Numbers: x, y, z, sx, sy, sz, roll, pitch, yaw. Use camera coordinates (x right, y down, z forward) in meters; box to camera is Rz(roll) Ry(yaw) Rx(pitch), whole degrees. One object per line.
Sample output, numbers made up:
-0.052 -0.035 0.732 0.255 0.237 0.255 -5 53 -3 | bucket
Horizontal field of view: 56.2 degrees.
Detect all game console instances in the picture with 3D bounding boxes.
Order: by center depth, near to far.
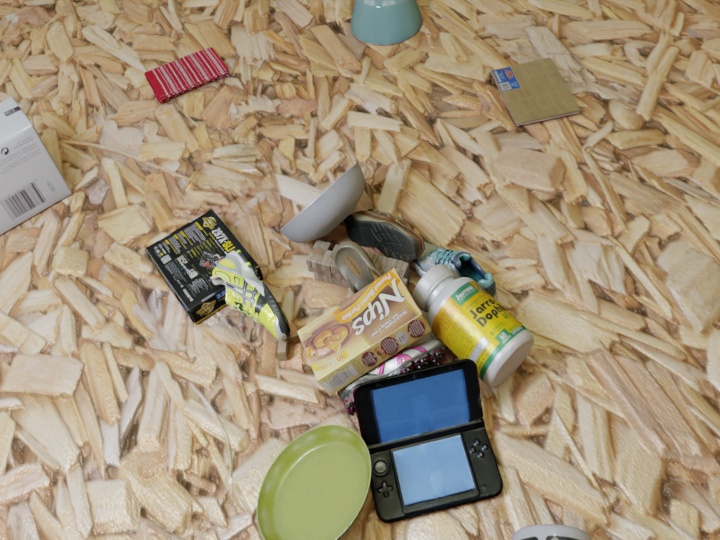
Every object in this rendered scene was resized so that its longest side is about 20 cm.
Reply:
0.101 0.254 1.007 0.194 0.120 0.175 -13 51 -2 | game console

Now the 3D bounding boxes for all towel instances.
-0.446 -0.504 1.729 0.197 0.023 0.145 -27 52 -15 | towel

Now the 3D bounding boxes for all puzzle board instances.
0.398 -0.410 1.548 0.147 0.018 0.203 -12 51 0 | puzzle board

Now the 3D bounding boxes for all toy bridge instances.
-0.054 0.120 1.190 0.194 0.028 0.068 -3 50 6 | toy bridge

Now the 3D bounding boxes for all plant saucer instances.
-0.064 0.325 0.993 0.196 0.031 0.203 -22 39 19 | plant saucer

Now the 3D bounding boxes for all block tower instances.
0.000 0.000 1.258 0.195 0.055 0.059 16 56 18 | block tower

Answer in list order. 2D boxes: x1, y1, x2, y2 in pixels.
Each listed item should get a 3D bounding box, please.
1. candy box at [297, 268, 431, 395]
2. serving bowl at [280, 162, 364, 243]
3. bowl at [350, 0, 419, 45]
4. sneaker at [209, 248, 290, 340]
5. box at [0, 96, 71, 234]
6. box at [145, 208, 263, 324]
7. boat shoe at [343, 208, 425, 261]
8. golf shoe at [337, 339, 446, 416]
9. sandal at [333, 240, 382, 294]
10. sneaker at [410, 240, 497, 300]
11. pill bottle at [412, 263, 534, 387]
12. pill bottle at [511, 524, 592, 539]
0.004 0.099 1.102 0.197 0.056 0.116 -32 46 1 | candy box
-0.062 -0.117 1.298 0.066 0.199 0.200 49 66 -7 | serving bowl
0.063 -0.692 1.754 0.195 0.106 0.205 -4 51 5 | bowl
-0.195 0.055 1.205 0.076 0.076 0.201 -36 63 -11 | sneaker
-0.762 -0.217 1.434 0.197 0.202 0.130 -36 56 -20 | box
-0.305 -0.012 1.313 0.158 0.050 0.200 -32 55 -20 | box
0.051 -0.079 1.280 0.073 0.077 0.198 -31 37 -29 | boat shoe
0.048 0.155 1.120 0.196 0.073 0.093 -24 51 -10 | golf shoe
0.020 0.033 1.187 0.200 0.054 0.080 47 112 7 | sandal
0.170 -0.011 1.223 0.198 0.087 0.077 35 62 29 | sneaker
0.181 0.085 1.120 0.112 0.114 0.200 -35 62 -20 | pill bottle
0.247 0.439 0.848 0.109 0.114 0.204 2 53 9 | pill bottle
